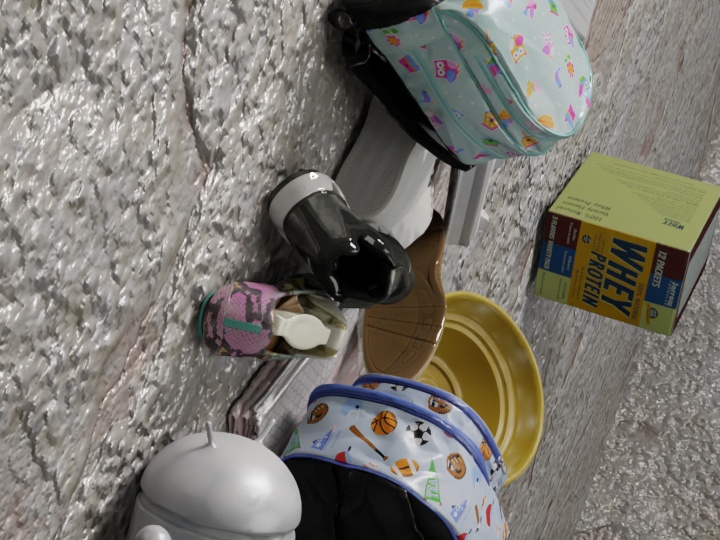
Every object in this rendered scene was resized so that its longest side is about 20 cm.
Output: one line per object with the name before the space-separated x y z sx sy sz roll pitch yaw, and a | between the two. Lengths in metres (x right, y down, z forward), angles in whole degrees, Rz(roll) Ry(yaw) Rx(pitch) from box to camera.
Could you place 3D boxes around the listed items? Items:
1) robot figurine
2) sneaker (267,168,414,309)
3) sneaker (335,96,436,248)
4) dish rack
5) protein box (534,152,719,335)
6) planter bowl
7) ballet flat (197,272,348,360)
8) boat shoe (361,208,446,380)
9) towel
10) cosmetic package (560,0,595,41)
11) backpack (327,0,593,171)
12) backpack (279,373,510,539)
robot figurine | -0.106 0.198 1.000 0.169 0.112 0.202 0 106 -67
sneaker | 0.000 0.000 1.122 0.066 0.091 0.200 -38 149 6
sneaker | 0.043 -0.105 1.246 0.201 0.073 0.116 -58 160 -17
dish rack | 0.110 -0.123 1.347 0.200 0.043 0.173 95 5 -64
protein box | 0.370 -0.040 2.014 0.200 0.197 0.136 -48 149 -52
planter bowl | 0.093 0.129 1.502 0.199 0.083 0.202 15 67 -38
ballet flat | -0.051 0.040 1.088 0.200 0.071 0.070 1 105 -71
boat shoe | 0.042 0.033 1.310 0.065 0.071 0.201 99 4 -50
towel | -0.050 0.129 1.236 0.200 0.032 0.192 -53 153 -44
cosmetic package | 0.151 -0.326 1.269 0.199 0.122 0.202 12 94 -72
backpack | 0.088 -0.172 1.124 0.201 0.126 0.167 54 52 -27
backpack | 0.027 0.172 1.174 0.191 0.198 0.155 62 40 -52
